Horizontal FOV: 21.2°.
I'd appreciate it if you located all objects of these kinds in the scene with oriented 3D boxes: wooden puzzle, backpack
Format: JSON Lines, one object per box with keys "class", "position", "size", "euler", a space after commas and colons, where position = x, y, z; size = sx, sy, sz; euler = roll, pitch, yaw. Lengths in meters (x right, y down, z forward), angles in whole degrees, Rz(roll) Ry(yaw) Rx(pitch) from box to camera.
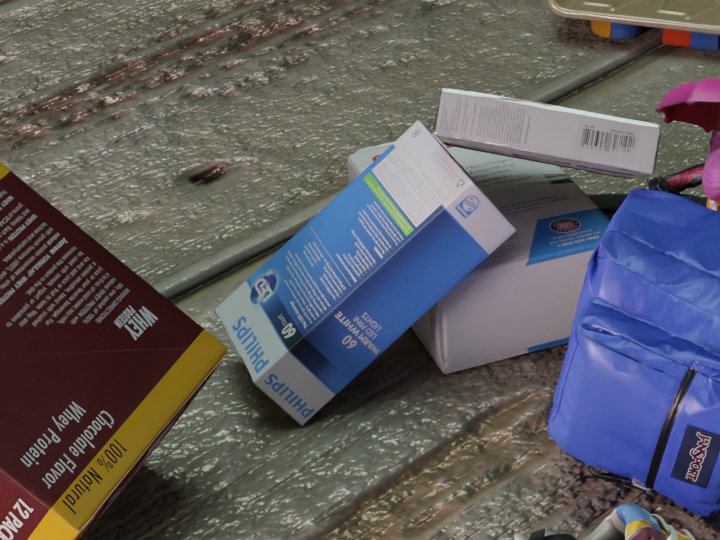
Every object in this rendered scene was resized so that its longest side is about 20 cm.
{"class": "wooden puzzle", "position": [0.297, -0.265, 1.858], "size": [0.199, 0.046, 0.185], "euler": [13, 35, 17]}
{"class": "backpack", "position": [0.227, 0.072, 1.202], "size": [0.199, 0.163, 0.168], "euler": [21, 43, 14]}

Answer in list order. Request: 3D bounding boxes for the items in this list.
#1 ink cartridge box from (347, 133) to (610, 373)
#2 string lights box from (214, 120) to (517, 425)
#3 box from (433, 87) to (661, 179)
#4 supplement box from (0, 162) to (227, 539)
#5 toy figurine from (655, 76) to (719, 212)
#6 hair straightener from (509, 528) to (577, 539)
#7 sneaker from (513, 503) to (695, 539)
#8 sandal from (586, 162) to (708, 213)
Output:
{"class": "ink cartridge box", "position": [0.090, -0.024, 1.432], "size": [0.146, 0.086, 0.200], "euler": [-13, 32, -15]}
{"class": "string lights box", "position": [0.000, 0.000, 1.327], "size": [0.200, 0.059, 0.103], "euler": [-43, 35, 6]}
{"class": "box", "position": [0.125, -0.092, 1.311], "size": [0.144, 0.036, 0.200], "euler": [11, 1, 3]}
{"class": "supplement box", "position": [-0.226, 0.075, 1.168], "size": [0.200, 0.133, 0.197], "euler": [39, 38, -1]}
{"class": "toy figurine", "position": [0.252, -0.043, 1.357], "size": [0.150, 0.185, 0.200], "euler": [0, 32, 5]}
{"class": "hair straightener", "position": [0.060, 0.201, 1.125], "size": [0.199, 0.041, 0.077], "euler": [-8, 46, -19]}
{"class": "sneaker", "position": [0.181, 0.173, 1.080], "size": [0.199, 0.090, 0.075], "euler": [-9, 6, -10]}
{"class": "sandal", "position": [0.257, -0.066, 1.502], "size": [0.199, 0.045, 0.075], "euler": [1, -3, 9]}
